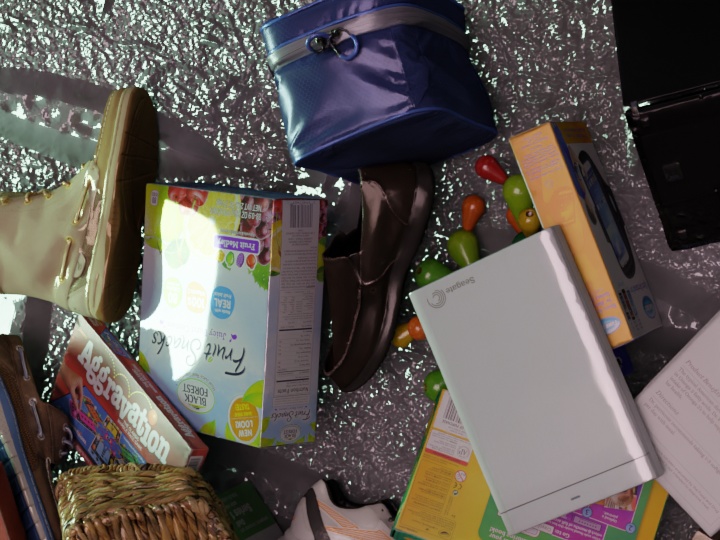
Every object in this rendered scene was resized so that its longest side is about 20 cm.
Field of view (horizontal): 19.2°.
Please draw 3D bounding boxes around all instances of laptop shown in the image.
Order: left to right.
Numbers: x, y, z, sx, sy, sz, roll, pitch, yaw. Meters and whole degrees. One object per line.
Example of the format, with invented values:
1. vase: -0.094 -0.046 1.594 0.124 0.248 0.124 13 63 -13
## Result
1. laptop: 0.300 -0.141 1.655 0.176 0.104 0.201 -13 115 21

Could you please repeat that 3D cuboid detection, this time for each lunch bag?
1. lunch bag: 0.009 -0.156 1.657 0.135 0.200 0.134 -19 78 20

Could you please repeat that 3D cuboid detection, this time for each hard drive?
1. hard drive: 0.131 0.084 1.605 0.131 0.027 0.202 -25 85 27

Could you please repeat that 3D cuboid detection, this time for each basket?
1. basket: -0.160 0.258 1.717 0.141 0.149 0.202 -12 103 -10

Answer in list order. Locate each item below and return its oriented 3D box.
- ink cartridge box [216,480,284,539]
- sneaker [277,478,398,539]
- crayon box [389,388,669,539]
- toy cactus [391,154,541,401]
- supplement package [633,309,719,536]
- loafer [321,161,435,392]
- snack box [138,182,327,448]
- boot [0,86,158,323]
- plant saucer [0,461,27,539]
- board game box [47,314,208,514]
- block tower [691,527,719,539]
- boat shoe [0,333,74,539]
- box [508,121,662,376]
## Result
1. ink cartridge box: -0.108 0.304 1.797 0.144 0.084 0.201 -36 82 19
2. sneaker: 0.029 0.236 1.750 0.198 0.074 0.081 23 90 12
3. crayon box: 0.135 0.185 1.669 0.198 0.058 0.120 20 76 3
4. toy cactus: 0.120 0.024 1.698 0.164 0.102 0.202 22 93 7
5. supplement package: 0.304 0.084 1.613 0.117 0.117 0.200 46 108 12
6. loafer: 0.000 0.000 1.701 0.071 0.073 0.202 14 108 -11
7. snack box: -0.108 0.033 1.754 0.168 0.067 0.202 8 98 47
8. boot: -0.259 -0.066 1.833 0.154 0.073 0.202 10 94 24
9. plant saucer: -0.352 0.219 1.828 0.199 0.037 0.201 12 127 37
10. board game box: -0.200 0.133 1.796 0.200 0.019 0.104 44 121 40
11. block tower: 0.243 0.298 1.684 0.054 0.058 0.201 32 105 16
12. boat shoe: -0.284 0.144 1.824 0.072 0.072 0.202 -32 77 57
13. box: 0.181 -0.017 1.650 0.041 0.119 0.202 -24 86 19
